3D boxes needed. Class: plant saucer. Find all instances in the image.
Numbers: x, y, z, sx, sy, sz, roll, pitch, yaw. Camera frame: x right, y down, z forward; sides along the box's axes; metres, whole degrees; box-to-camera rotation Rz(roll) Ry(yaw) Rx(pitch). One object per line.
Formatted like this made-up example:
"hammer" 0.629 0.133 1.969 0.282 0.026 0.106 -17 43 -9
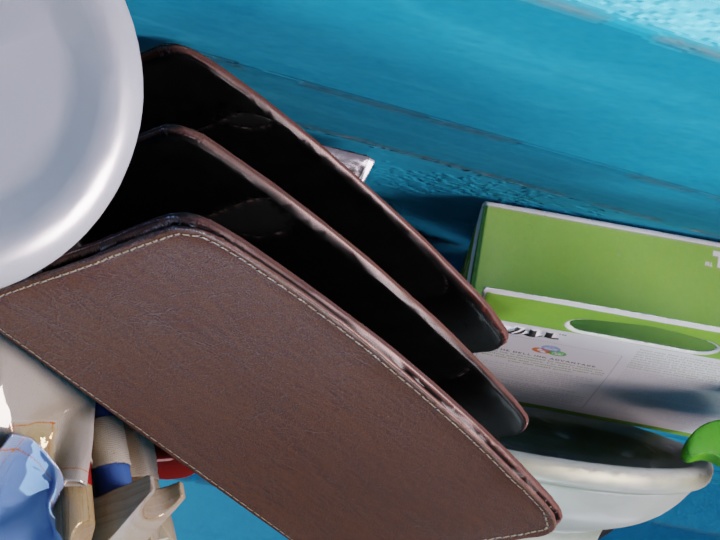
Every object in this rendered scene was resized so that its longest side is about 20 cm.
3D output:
"plant saucer" 0.065 0.094 0.821 0.198 0.051 0.200 11 -176 -1

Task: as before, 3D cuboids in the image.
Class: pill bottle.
"pill bottle" -0.144 -0.045 0.531 0.115 0.117 0.200 13 172 -21

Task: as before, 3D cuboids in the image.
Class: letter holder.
"letter holder" -0.018 0.013 0.636 0.141 0.101 0.200 -14 136 44

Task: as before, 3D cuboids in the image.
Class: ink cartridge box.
"ink cartridge box" 0.121 0.014 0.787 0.146 0.077 0.200 10 164 1

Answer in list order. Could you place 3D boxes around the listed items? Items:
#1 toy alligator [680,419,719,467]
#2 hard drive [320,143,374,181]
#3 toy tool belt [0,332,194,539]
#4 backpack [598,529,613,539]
"toy alligator" 0.240 0.067 0.762 0.198 0.055 0.059 -17 164 -9
"hard drive" -0.086 -0.038 0.791 0.134 0.043 0.200 13 172 -20
"toy tool belt" -0.126 0.086 0.698 0.124 0.124 0.199 -19 153 28
"backpack" 0.038 0.102 1.034 0.199 0.156 0.162 -3 -176 44
